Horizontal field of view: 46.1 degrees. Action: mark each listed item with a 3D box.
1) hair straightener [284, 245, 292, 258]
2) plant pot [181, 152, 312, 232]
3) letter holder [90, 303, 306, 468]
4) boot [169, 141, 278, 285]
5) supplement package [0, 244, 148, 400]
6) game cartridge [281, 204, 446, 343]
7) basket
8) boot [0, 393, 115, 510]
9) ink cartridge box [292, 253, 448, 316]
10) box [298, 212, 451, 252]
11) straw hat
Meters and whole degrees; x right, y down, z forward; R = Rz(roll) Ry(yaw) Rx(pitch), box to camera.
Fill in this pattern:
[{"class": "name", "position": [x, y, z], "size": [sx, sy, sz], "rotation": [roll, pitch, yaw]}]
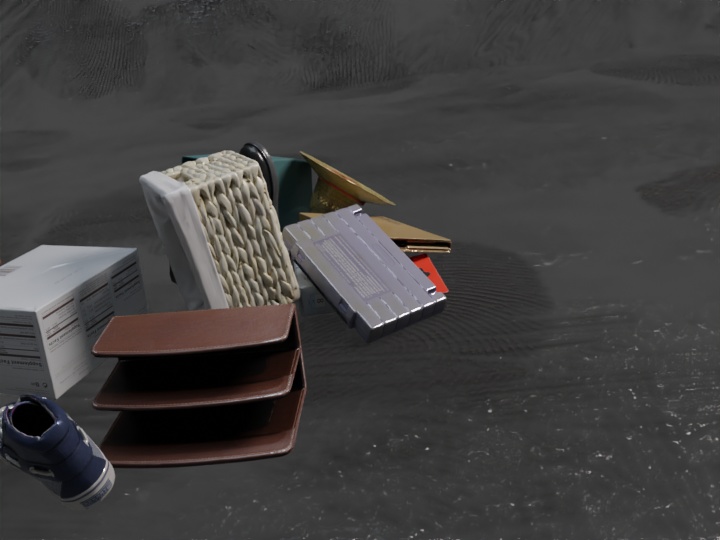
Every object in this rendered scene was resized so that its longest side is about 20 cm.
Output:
[{"class": "hair straightener", "position": [-0.122, -0.017, 1.271], "size": [0.076, 0.042, 0.200], "rotation": [1, 17, 19]}, {"class": "plant pot", "position": [-0.179, -0.130, 1.448], "size": [0.140, 0.144, 0.199], "rotation": [12, 20, 40]}, {"class": "letter holder", "position": [-0.162, 0.113, 0.835], "size": [0.196, 0.102, 0.143], "rotation": [-4, 22, 5]}, {"class": "boot", "position": [-0.208, -0.084, 1.259], "size": [0.065, 0.167, 0.199], "rotation": [12, 30, 38]}, {"class": "supplement package", "position": [-0.381, 0.056, 1.033], "size": [0.153, 0.113, 0.200], "rotation": [2, 21, 20]}, {"class": "game cartridge", "position": [0.000, 0.000, 1.074], "size": [0.128, 0.039, 0.200], "rotation": [-22, 53, -29]}, {"class": "basket", "position": [-0.169, -0.036, 1.038], "size": [0.122, 0.203, 0.135], "rotation": [-26, 26, -20]}, {"class": "boot", "position": [-0.303, 0.143, 0.785], "size": [0.198, 0.091, 0.073], "rotation": [13, 47, 42]}, {"class": "ink cartridge box", "position": [0.008, -0.001, 1.164], "size": [0.197, 0.048, 0.160], "rotation": [-9, 21, -4]}, {"class": "box", "position": [0.018, -0.059, 1.289], "size": [0.161, 0.022, 0.199], "rotation": [1, 13, -31]}, {"class": "straw hat", "position": [-0.042, -0.120, 1.426], "size": [0.199, 0.086, 0.201], "rotation": [28, 6, -3]}]
